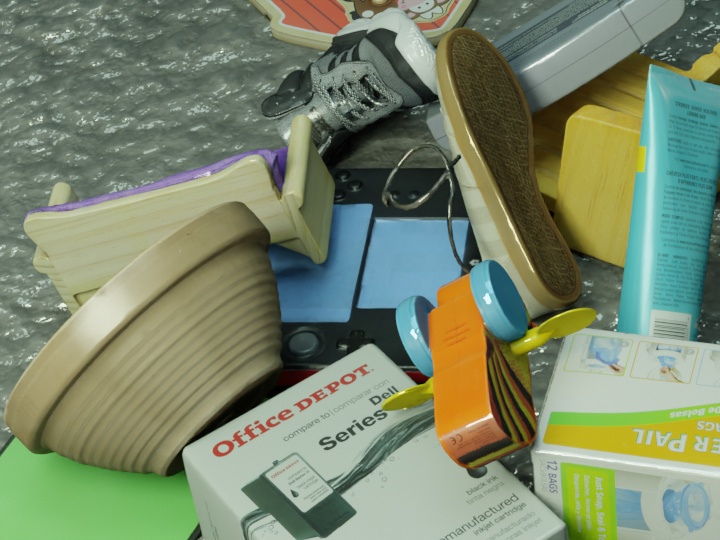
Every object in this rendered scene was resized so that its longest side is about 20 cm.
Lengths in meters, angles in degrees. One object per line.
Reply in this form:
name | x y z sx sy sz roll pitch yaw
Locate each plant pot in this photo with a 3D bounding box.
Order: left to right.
plant pot | -0.113 0.059 1.280 0.200 0.201 0.093 -38 78 -28

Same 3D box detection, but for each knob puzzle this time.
knob puzzle | 0.012 -0.239 1.690 0.217 0.031 0.221 -5 42 4

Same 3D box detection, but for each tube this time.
tube | 0.192 -0.021 1.303 0.050 0.202 0.077 7 -1 43

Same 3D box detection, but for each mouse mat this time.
mouse mat | -0.159 0.130 1.330 0.160 0.008 0.200 14 47 24

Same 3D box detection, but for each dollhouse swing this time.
dollhouse swing | 0.186 -0.132 1.450 0.200 0.183 0.175 -37 59 -27

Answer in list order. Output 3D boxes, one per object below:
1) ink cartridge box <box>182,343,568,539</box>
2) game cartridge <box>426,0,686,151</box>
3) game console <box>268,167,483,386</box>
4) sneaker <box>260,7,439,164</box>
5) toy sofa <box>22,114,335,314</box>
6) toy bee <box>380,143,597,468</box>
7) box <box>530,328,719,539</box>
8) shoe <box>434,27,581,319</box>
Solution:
ink cartridge box | 0.008 0.151 1.217 0.146 0.084 0.200 -29 44 -21
game cartridge | 0.138 -0.155 1.484 0.199 0.042 0.133 -30 19 15
game console | 0.000 0.000 1.418 0.175 0.031 0.201 -3 43 14
sneaker | -0.004 -0.122 1.493 0.114 0.076 0.200 -42 13 -7
toy sofa | -0.123 -0.045 1.417 0.198 0.098 0.083 -14 39 18
toy bee | 0.078 0.034 1.205 0.130 0.109 0.202 -8 56 34
box | 0.206 0.115 1.198 0.198 0.113 0.102 7 44 16
shoe | 0.085 -0.062 1.388 0.070 0.053 0.202 -9 77 -43
